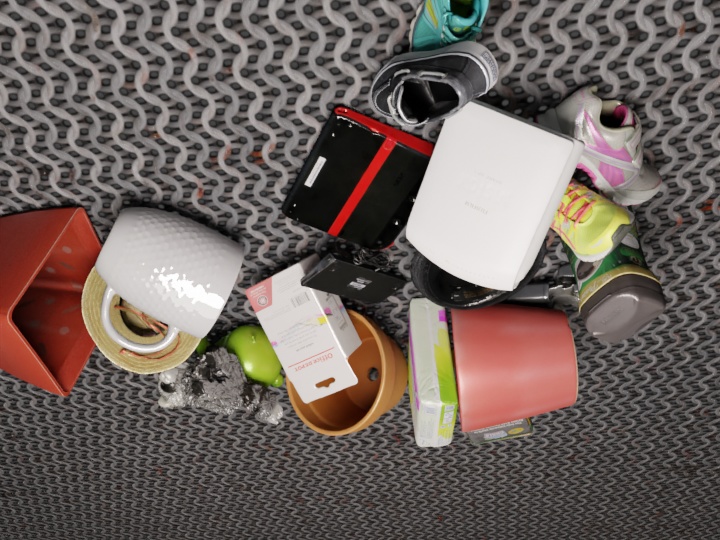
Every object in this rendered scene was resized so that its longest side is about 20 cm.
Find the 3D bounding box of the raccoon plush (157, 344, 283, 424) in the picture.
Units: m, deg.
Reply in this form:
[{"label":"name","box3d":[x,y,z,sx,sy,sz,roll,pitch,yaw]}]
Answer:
[{"label":"raccoon plush","box3d":[-0.242,0.214,1.045,0.133,0.097,0.201,-29,110,37]}]

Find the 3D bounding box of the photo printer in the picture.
[{"label":"photo printer","box3d":[0.150,-0.087,0.765,0.165,0.069,0.203,28,110,20]}]

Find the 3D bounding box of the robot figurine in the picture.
[{"label":"robot figurine","box3d":[-0.218,0.173,1.135,0.174,0.117,0.199,28,132,-36]}]

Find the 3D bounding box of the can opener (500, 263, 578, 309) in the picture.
[{"label":"can opener","box3d":[0.290,0.028,1.024,0.196,0.068,0.054,-5,146,25]}]

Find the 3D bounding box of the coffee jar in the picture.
[{"label":"coffee jar","box3d":[0.332,-0.009,0.856,0.084,0.203,0.105,16,138,-18]}]

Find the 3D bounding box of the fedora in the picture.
[{"label":"fedora","box3d":[0.161,-0.037,0.909,0.196,0.093,0.203,-1,136,-1]}]

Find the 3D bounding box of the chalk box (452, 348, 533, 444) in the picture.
[{"label":"chalk box","box3d":[0.247,0.238,1.203,0.122,0.125,0.201,-15,138,15]}]

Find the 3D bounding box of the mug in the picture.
[{"label":"mug","box3d":[-0.284,0.016,0.903,0.173,0.203,0.147,27,172,-19]}]

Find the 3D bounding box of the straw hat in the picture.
[{"label":"straw hat","box3d":[-0.338,0.054,1.008,0.198,0.205,0.085,20,175,-21]}]

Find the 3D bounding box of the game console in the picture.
[{"label":"game console","box3d":[0.004,-0.116,0.874,0.174,0.031,0.201,21,135,-17]}]

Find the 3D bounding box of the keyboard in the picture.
[{"label":"keyboard","box3d":[0.000,0.000,0.972,0.103,0.040,0.199,-34,152,25]}]

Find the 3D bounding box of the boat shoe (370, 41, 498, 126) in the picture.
[{"label":"boat shoe","box3d":[0.059,-0.187,0.685,0.199,0.068,0.072,13,143,57]}]

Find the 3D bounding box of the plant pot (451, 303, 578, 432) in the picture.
[{"label":"plant pot","box3d":[0.233,0.140,0.989,0.174,0.203,0.202,-6,139,8]}]

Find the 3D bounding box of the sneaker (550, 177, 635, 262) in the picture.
[{"label":"sneaker","box3d":[0.262,-0.077,0.803,0.090,0.200,0.078,38,97,-19]}]

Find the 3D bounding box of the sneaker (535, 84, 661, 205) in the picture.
[{"label":"sneaker","box3d":[0.312,-0.152,0.785,0.198,0.082,0.088,24,136,-26]}]

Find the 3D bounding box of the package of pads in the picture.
[{"label":"package of pads","box3d":[0.115,0.171,1.065,0.067,0.203,0.156,-2,140,1]}]

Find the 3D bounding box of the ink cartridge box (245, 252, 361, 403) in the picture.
[{"label":"ink cartridge box","box3d":[-0.079,0.091,0.997,0.115,0.067,0.203,-24,94,27]}]

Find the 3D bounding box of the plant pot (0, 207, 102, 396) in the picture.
[{"label":"plant pot","box3d":[-0.496,0.036,0.935,0.173,0.202,0.202,7,140,9]}]

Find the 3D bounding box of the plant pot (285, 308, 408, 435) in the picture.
[{"label":"plant pot","box3d":[-0.009,0.172,1.085,0.198,0.204,0.139,-25,158,27]}]

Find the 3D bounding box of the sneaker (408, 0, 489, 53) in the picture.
[{"label":"sneaker","box3d":[0.094,-0.260,0.664,0.076,0.081,0.202,3,140,-3]}]
